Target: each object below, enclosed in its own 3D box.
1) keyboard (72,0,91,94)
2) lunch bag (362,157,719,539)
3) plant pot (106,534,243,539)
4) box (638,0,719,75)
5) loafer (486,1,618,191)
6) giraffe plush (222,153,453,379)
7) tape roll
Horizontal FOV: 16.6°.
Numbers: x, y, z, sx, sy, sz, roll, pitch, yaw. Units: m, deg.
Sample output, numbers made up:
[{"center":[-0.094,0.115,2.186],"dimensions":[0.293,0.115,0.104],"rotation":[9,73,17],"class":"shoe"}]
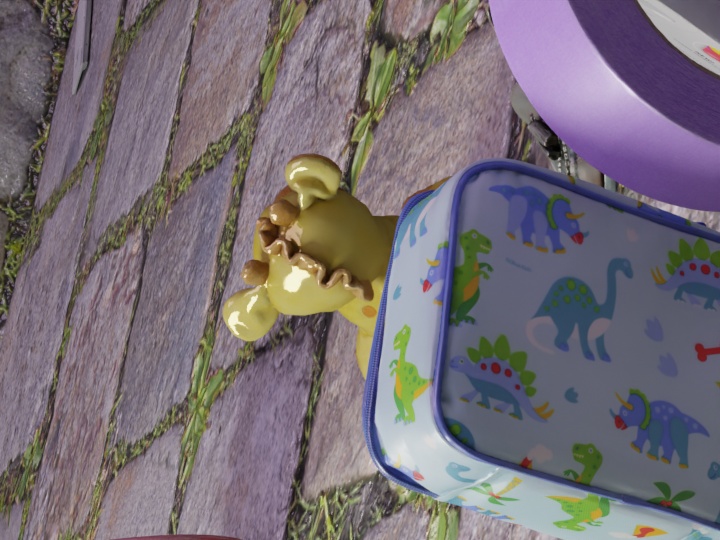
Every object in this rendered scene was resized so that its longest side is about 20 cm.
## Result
[{"center":[-0.369,-0.314,3.261],"dimensions":[0.200,0.011,0.056],"rotation":[-93,25,-47],"class":"keyboard"},{"center":[0.105,0.042,1.139],"dimensions":[0.082,0.200,0.161],"rotation":[-31,47,56],"class":"lunch bag"},{"center":[-0.165,0.299,1.804],"dimensions":[0.200,0.200,0.179],"rotation":[140,127,-61],"class":"plant pot"},{"center":[0.129,-0.157,1.308],"dimensions":[0.041,0.156,0.200],"rotation":[-58,16,-2],"class":"box"},{"center":[0.112,-0.104,1.453],"dimensions":[0.200,0.063,0.072],"rotation":[-93,0,-53],"class":"loafer"},{"center":[0.000,0.000,1.564],"dimensions":[0.200,0.162,0.173],"rotation":[173,113,-72],"class":"giraffe plush"},{"center":[0.160,-0.130,1.117],"dimensions":[0.066,0.200,0.200],"rotation":[136,146,-60],"class":"tape roll"}]
